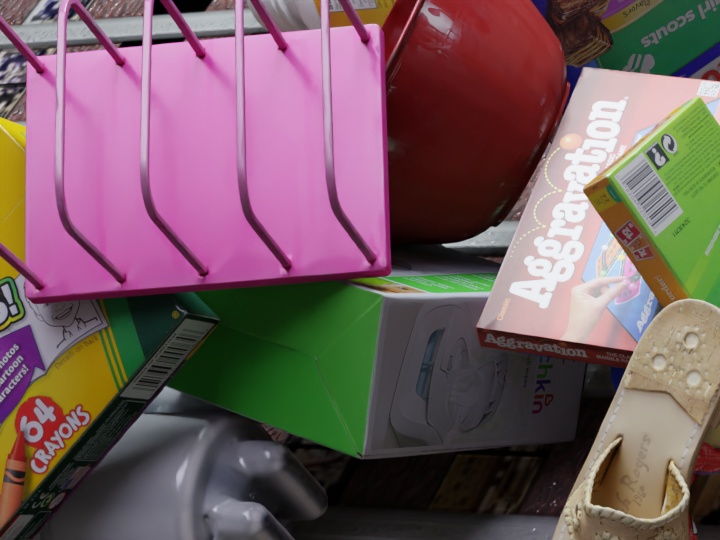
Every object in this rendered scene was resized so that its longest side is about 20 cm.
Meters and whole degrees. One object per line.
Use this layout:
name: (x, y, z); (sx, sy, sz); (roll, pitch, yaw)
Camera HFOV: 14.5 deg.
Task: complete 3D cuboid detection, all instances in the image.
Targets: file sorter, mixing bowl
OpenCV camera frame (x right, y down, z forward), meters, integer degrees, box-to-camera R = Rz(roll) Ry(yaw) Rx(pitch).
file sorter: (-0.095, -0.072, 1.479); (0.200, 0.125, 0.139); (-5, 74, 11)
mixing bowl: (0.052, -0.091, 1.634); (0.200, 0.108, 0.200); (-62, 4, 8)

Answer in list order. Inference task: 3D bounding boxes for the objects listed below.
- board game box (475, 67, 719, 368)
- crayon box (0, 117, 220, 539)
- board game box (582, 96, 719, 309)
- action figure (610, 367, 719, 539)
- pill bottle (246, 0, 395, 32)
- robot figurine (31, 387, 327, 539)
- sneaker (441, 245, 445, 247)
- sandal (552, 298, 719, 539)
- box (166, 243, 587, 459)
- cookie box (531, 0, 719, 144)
board game box: (0.143, -0.032, 1.554); (0.103, 0.019, 0.200); (7, 51, 22)
crayon box: (-0.208, 0.043, 1.587); (0.173, 0.058, 0.200); (43, 98, 17)
board game box: (0.206, 0.013, 1.507); (0.096, 0.200, 0.030); (-39, 4, -40)
action figure: (0.176, 0.076, 1.533); (0.065, 0.099, 0.200); (-41, 37, 35)
pill bottle: (0.020, -0.215, 2.001); (0.200, 0.111, 0.111); (-2, 42, 33)
robot figurine: (-0.120, 0.139, 1.631); (0.200, 0.113, 0.170); (-2, 51, 33)
sneaker: (0.000, 0.000, 1.784); (0.200, 0.072, 0.073); (20, 87, 41)
sandal: (0.134, 0.113, 1.430); (0.078, 0.070, 0.212); (18, 88, 25)
box: (0.002, 0.038, 1.616); (0.176, 0.097, 0.200); (-2, 13, -43)
cookie box: (0.178, -0.162, 1.743); (0.171, 0.200, 0.075); (-31, 36, -4)
